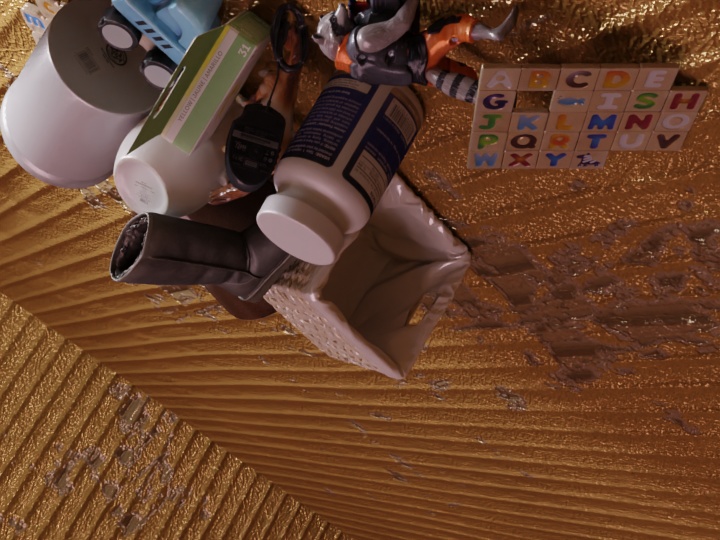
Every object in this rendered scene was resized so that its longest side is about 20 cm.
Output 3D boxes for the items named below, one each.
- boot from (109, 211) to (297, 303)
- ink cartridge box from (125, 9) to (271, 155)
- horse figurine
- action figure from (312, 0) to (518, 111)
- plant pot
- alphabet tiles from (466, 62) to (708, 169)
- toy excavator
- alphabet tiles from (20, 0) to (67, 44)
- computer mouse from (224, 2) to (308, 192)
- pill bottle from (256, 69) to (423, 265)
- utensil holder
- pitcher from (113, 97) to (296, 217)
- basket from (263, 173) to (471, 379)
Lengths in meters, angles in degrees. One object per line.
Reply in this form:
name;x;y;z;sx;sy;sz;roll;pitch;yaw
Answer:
boot;-0.168;-0.042;1.276;0.199;0.183;0.073;19;-156;-37
ink cartridge box;-0.161;-0.187;1.144;0.048;0.146;0.200;33;-158;-6
horse figurine;-0.107;-0.163;1.217;0.050;0.202;0.132;20;170;-31
action figure;0.046;-0.214;1.009;0.191;0.106;0.200;11;159;15
plant pot;-0.179;-0.064;1.466;0.186;0.188;0.200;8;156;44
alphabet tiles;0.200;-0.135;0.988;0.197;0.008;0.168;0;155;1
toy excavator;-0.196;-0.306;1.155;0.199;0.101;0.194;-14;136;43
alphabet tiles;-0.359;-0.292;1.474;0.198;0.015;0.196;25;158;14
computer mouse;-0.098;-0.180;1.155;0.058;0.202;0.034;18;178;-17
pill bottle;-0.023;-0.113;1.180;0.115;0.201;0.116;26;158;11
utensil holder;-0.337;-0.219;1.363;0.169;0.171;0.200;36;144;-16
pitcher;-0.180;-0.137;1.311;0.170;0.200;0.122;21;132;21
basket;0.000;0.000;1.411;0.160;0.199;0.200;8;151;52
